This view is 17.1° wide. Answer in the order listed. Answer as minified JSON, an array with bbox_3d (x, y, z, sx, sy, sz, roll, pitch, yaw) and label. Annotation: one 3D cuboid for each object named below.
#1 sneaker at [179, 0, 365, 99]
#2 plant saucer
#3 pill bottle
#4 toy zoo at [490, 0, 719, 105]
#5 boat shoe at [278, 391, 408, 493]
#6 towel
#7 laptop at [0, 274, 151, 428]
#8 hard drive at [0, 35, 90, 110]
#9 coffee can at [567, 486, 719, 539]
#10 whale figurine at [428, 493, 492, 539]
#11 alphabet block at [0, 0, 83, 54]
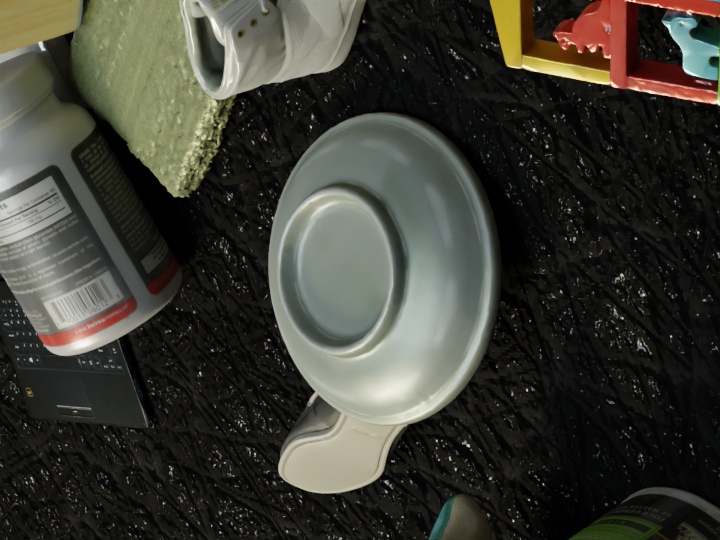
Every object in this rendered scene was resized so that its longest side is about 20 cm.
[{"bbox_3d":[-0.046,-0.187,1.451,0.074,0.116,0.200,42,137,29],"label":"sneaker"},{"bbox_3d":[0.000,0.000,1.514,0.200,0.050,0.200,3,95,44],"label":"plant saucer"},{"bbox_3d":[-0.223,-0.049,1.731,0.116,0.116,0.200,-6,117,52],"label":"pill bottle"},{"bbox_3d":[0.141,-0.154,1.254,0.200,0.020,0.131,13,130,22],"label":"toy zoo"},{"bbox_3d":[0.001,0.095,1.638,0.067,0.057,0.200,25,147,-10],"label":"boat shoe"},{"bbox_3d":[-0.136,-0.155,1.650,0.148,0.036,0.200,46,141,20],"label":"towel"},{"bbox_3d":[-0.281,0.049,1.901,0.177,0.103,0.200,1,113,51],"label":"laptop"},{"bbox_3d":[-0.279,-0.192,1.810,0.132,0.026,0.200,-27,90,54],"label":"hard drive"},{"bbox_3d":[0.138,0.236,1.424,0.146,0.200,0.147,28,132,37],"label":"coffee can"},{"bbox_3d":[0.076,0.242,1.540,0.104,0.159,0.200,-12,120,32],"label":"whale figurine"},{"bbox_3d":[-0.306,-0.251,1.594,0.196,0.200,0.195,108,140,-63],"label":"alphabet block"}]
